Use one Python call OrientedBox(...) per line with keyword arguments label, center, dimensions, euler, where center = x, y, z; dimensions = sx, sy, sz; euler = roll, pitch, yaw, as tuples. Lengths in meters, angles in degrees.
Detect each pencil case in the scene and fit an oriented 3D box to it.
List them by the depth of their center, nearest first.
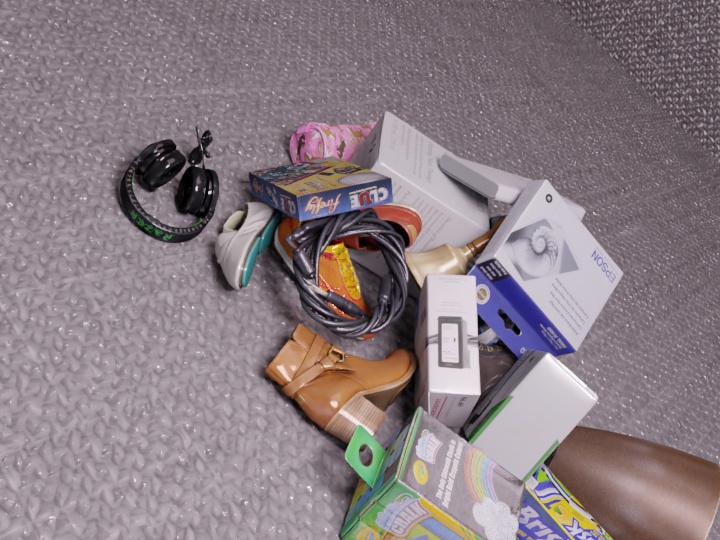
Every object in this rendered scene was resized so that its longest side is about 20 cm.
OrientedBox(label="pencil case", center=(-0.026, -0.198, 1.522), dimensions=(0.199, 0.083, 0.087), euler=(-12, 58, -50))

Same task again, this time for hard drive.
OrientedBox(label="hard drive", center=(0.227, -0.122, 1.386), dimensions=(0.198, 0.027, 0.132), euler=(9, 20, -40))

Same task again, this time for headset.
OrientedBox(label="headset", center=(-0.244, -0.116, 1.234), dimensions=(0.123, 0.094, 0.201), euler=(35, 47, -13))

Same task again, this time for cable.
OrientedBox(label="cable", center=(0.000, 0.000, 1.198), dimensions=(0.199, 0.051, 0.165), euler=(-17, 73, -44))

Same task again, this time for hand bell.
OrientedBox(label="hand bell", center=(0.164, -0.031, 1.306), dimensions=(0.105, 0.198, 0.104), euler=(60, 1, -1))

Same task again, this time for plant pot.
OrientedBox(label="plant pot", center=(0.336, 0.292, 1.220), dimensions=(0.198, 0.189, 0.187), euler=(26, 31, 8))

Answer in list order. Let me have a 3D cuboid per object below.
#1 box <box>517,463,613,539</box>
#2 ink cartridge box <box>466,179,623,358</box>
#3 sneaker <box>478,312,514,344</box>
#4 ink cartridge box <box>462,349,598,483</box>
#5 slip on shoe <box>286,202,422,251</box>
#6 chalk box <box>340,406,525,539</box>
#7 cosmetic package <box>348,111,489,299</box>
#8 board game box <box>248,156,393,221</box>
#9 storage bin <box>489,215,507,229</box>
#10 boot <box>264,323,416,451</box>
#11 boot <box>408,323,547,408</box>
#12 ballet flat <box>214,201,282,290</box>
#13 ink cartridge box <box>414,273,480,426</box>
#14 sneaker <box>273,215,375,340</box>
OrientedBox(label="box", center=(0.256, 0.337, 1.158), dimensions=(0.200, 0.070, 0.064), euler=(48, 35, 14))
OrientedBox(label="ink cartridge box", center=(0.252, 0.014, 1.276), dimensions=(0.200, 0.040, 0.201), euler=(44, 70, -22))
OrientedBox(label="sneaker", center=(0.235, 0.102, 1.440), dimensions=(0.199, 0.075, 0.078), euler=(-17, 82, -51))
OrientedBox(label="ink cartridge box", center=(0.204, 0.179, 1.161), dimensions=(0.083, 0.147, 0.200), euler=(41, -1, 6))
OrientedBox(label="slip on shoe", center=(-0.012, -0.061, 1.309), dimensions=(0.197, 0.075, 0.062), euler=(2, 36, 8))
OrientedBox(label="chalk box", center=(0.063, 0.251, 1.023), dimensions=(0.199, 0.124, 0.125), euler=(35, 33, -4))
OrientedBox(label="cosmetic package", center=(0.070, -0.096, 1.414), dimensions=(0.198, 0.167, 0.168), euler=(30, 33, -15))
OrientedBox(label="board game box", center=(-0.058, -0.114, 1.264), dimensions=(0.134, 0.035, 0.200), euler=(-13, 19, -21))
OrientedBox(label="storage bin", center=(0.245, -0.015, 1.411), dimensions=(0.143, 0.137, 0.200), euler=(-3, 2, 3))
OrientedBox(label="boot", center=(-0.022, 0.122, 1.156), dimensions=(0.154, 0.077, 0.200), euler=(36, 39, 3))
OrientedBox(label="boot", center=(0.164, 0.108, 1.297), dimensions=(0.173, 0.069, 0.202), euler=(30, 63, -16))
OrientedBox(label="ballet flat", center=(-0.156, -0.036, 1.221), dimensions=(0.069, 0.070, 0.201), euler=(33, 28, -8))
OrientedBox(label="ink cartridge box", center=(0.107, 0.120, 1.170), dimensions=(0.067, 0.116, 0.203), euler=(4, 62, -3))
OrientedBox(label="sneaker", center=(-0.038, 0.007, 1.252), dimensions=(0.201, 0.077, 0.073), euler=(53, 31, -4))
